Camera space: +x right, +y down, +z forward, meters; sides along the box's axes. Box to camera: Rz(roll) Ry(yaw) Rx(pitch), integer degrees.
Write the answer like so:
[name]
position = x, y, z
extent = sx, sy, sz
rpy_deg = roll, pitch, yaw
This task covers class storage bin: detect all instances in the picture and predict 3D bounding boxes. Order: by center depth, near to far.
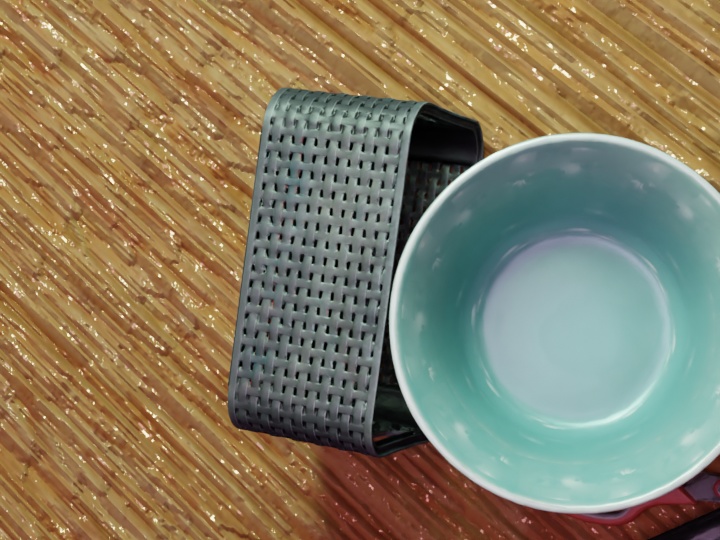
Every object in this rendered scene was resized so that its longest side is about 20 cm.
[storage bin]
position = 0.000, 0.000, 0.805
extent = 0.094, 0.135, 0.201
rpy_deg = 8, 92, 22

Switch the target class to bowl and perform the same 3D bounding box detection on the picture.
[bowl]
position = 0.121, 0.031, 0.759
extent = 0.200, 0.105, 0.201
rpy_deg = -1, 85, 9

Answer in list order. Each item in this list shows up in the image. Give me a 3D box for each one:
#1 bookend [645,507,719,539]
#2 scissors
[bookend]
position = 0.227, 0.176, 0.670
extent = 0.200, 0.199, 0.092
rpy_deg = -30, 91, 20
[scissors]
position = 0.199, 0.132, 0.790
extent = 0.200, 0.014, 0.073
rpy_deg = 16, 93, 21
